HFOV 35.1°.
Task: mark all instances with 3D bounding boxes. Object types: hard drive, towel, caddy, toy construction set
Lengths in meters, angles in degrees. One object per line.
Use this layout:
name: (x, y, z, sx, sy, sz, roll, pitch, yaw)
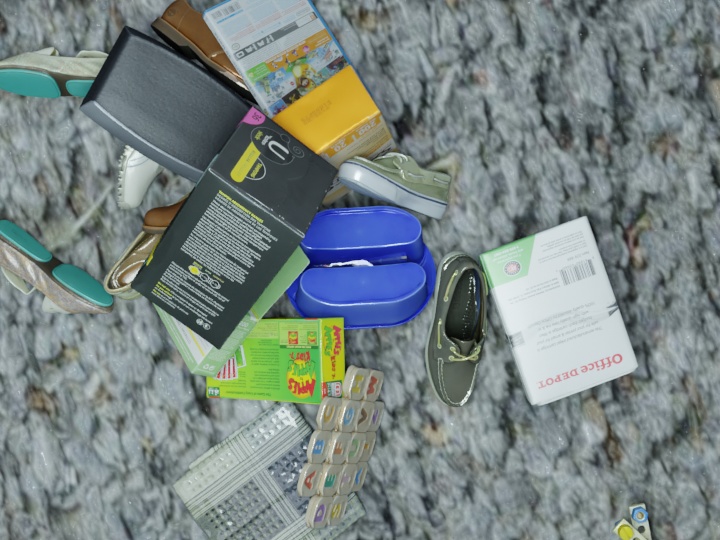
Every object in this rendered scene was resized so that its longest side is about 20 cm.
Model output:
hard drive: (-0.238, -0.204, 1.436, 0.198, 0.042, 0.136, 31, 83, -19)
towel: (-0.121, 0.298, 1.496, 0.199, 0.035, 0.194, -36, 91, 0)
caddy: (0.000, 0.000, 1.451, 0.196, 0.105, 0.144, -3, 70, -2)
toy construction set: (0.363, 0.411, 1.439, 0.130, 0.092, 0.201, -36, 77, 2)

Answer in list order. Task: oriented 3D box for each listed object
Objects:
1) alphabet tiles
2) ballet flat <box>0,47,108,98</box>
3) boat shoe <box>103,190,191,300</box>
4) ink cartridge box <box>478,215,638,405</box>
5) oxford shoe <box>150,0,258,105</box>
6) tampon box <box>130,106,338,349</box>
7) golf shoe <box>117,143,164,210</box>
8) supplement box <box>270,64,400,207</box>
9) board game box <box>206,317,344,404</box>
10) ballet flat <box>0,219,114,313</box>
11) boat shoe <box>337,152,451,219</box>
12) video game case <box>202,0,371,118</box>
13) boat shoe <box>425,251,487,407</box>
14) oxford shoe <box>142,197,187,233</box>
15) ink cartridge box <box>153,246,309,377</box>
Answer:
alphabet tiles: (-0.018, 0.218, 1.406, 0.014, 0.195, 0.203, 15, 87, 24)
ballet flat: (-0.390, -0.262, 1.505, 0.196, 0.068, 0.063, 7, 62, 0)
boat shoe: (-0.251, -0.036, 1.485, 0.073, 0.063, 0.200, 45, 91, 3)
ink cartridge box: (0.248, 0.051, 1.445, 0.144, 0.084, 0.203, -19, 89, 3)
oxford shoe: (-0.176, -0.285, 1.482, 0.199, 0.071, 0.072, 39, 83, 2)
tampon box: (-0.141, -0.048, 1.273, 0.125, 0.151, 0.200, 34, 125, -9)
golf shoe: (-0.253, -0.165, 1.483, 0.096, 0.078, 0.203, 21, 92, -3)
supplement box: (-0.028, -0.160, 1.402, 0.125, 0.200, 0.074, -34, 78, 3)
board game box: (-0.110, 0.111, 1.433, 0.197, 0.047, 0.104, -2, 90, 38)
ballet flat: (-0.413, 0.013, 1.501, 0.199, 0.068, 0.068, 36, 111, 8)
boat shoe: (0.044, -0.115, 1.417, 0.071, 0.199, 0.063, 18, 92, 37)
video game case: (-0.093, -0.276, 1.468, 0.142, 0.018, 0.202, -32, 88, -27)
boat shoe: (0.125, 0.081, 1.450, 0.071, 0.060, 0.206, 0, 102, -12)
oxford shoe: (-0.181, -0.094, 1.415, 0.197, 0.071, 0.072, -16, 106, 1)
ink cartridge box: (-0.168, 0.013, 1.435, 0.201, 0.048, 0.146, -50, 51, 17)
